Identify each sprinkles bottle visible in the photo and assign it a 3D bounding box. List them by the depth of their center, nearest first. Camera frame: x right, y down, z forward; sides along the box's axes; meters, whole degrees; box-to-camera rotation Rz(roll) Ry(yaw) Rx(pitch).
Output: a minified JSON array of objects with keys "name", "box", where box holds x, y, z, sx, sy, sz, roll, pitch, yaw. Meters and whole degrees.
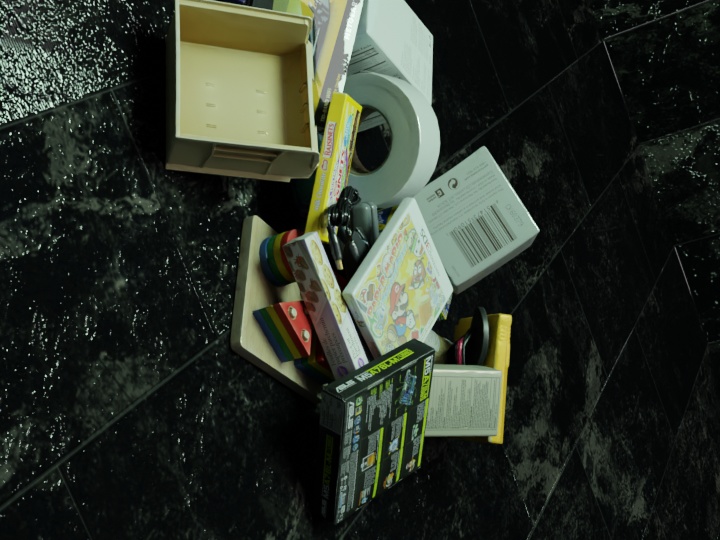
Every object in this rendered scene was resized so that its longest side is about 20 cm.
[{"name":"sprinkles bottle","box":[0.086,0.115,1.852,0.200,0.068,0.069,35,47,-49]}]

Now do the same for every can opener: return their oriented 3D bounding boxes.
[{"name":"can opener","box":[0.000,0.000,1.712,0.053,0.066,0.202,-24,115,-69]}]

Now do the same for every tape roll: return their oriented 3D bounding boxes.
[{"name":"tape roll","box":[0.018,-0.195,1.752,0.071,0.201,0.204,-5,80,-60]}]

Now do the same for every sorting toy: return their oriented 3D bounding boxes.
[{"name":"sorting toy","box":[-0.083,0.049,1.585,0.199,0.069,0.201,40,43,-46]}]

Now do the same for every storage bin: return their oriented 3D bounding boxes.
[{"name":"storage bin","box":[-0.150,-0.228,1.488,0.197,0.094,0.202,4,66,-20]}]

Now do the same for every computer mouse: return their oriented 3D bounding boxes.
[{"name":"computer mouse","box":[-0.001,-0.010,1.603,0.140,0.046,0.202,-49,133,-70]}]

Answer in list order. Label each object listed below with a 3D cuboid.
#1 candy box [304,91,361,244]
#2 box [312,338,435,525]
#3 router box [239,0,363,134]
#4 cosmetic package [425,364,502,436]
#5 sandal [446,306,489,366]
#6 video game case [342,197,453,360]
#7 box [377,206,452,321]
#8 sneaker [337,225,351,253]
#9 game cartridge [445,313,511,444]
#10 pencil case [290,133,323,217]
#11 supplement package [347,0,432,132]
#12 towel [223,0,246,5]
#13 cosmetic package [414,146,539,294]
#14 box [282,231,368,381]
[{"name":"candy box","box":[-0.037,-0.138,1.603,0.102,0.026,0.202,10,91,-76]},{"name":"box","box":[0.019,0.215,1.565,0.193,0.047,0.202,-27,130,-46]},{"name":"router box","box":[-0.093,-0.310,1.624,0.156,0.052,0.202,14,83,-20]},{"name":"cosmetic package","box":[0.109,0.193,1.734,0.199,0.071,0.106,6,90,-28]},{"name":"sandal","box":[0.158,0.152,1.846,0.075,0.045,0.201,-111,-144,-67]},{"name":"video game case","box":[0.058,0.030,1.642,0.201,0.023,0.183,-57,135,-35]},{"name":"box","box":[0.076,-0.007,1.901,0.201,0.064,0.070,57,33,-27]},{"name":"sneaker","box":[0.049,-0.012,1.775,0.200,0.086,0.078,39,16,-8]},{"name":"game cartridge","box":[0.190,0.175,1.871,0.032,0.176,0.202,10,82,-18]},{"name":"pencil case","box":[-0.071,-0.179,1.707,0.092,0.085,0.202,-6,81,-47]},{"name":"supplement package","box":[0.004,-0.354,1.861,0.200,0.150,0.153,41,43,-45]},{"name":"towel","box":[-0.108,-0.335,1.674,0.199,0.024,0.146,16,64,-20]},{"name":"cosmetic package","box":[0.179,-0.076,1.911,0.166,0.164,0.200,57,0,7]},{"name":"box","box":[-0.045,0.049,1.539,0.041,0.038,0.201,-34,106,-59]}]
